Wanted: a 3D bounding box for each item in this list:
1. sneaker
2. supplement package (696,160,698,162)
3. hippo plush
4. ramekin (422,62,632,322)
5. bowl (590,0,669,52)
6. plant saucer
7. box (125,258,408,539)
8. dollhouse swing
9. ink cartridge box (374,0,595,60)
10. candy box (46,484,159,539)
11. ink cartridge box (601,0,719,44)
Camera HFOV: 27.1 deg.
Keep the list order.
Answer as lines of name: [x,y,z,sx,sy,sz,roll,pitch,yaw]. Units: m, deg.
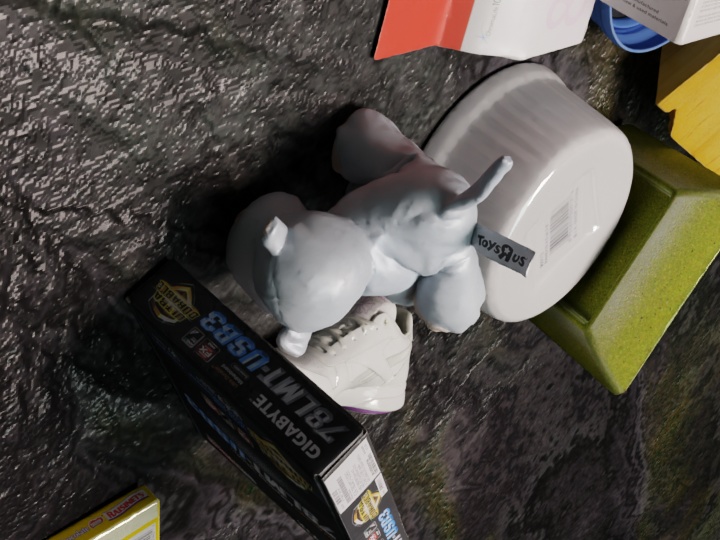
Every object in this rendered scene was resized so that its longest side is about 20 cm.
sneaker: [-0.023,0.061,1.166,0.199,0.074,0.101,4,104,-59]
supplement package: [0.464,-0.138,1.491,0.192,0.199,0.147,-51,150,-1]
hippo plush: [0.000,0.000,1.018,0.160,0.199,0.161,-30,122,-21]
ramekin: [0.132,-0.057,1.214,0.200,0.097,0.202,-35,146,-28]
bowl: [0.252,-0.276,1.212,0.200,0.039,0.202,-35,146,-29]
plant saucer: [0.215,-0.024,1.301,0.048,0.200,0.201,28,99,-32]
box: [-0.058,0.111,1.022,0.050,0.199,0.199,-41,149,-17]
dollhouse swing: [0.368,-0.201,1.362,0.199,0.177,0.181,32,123,-33]
ink cartridge box: [0.109,-0.225,1.058,0.199,0.057,0.164,-26,141,-45]
candy box: [-0.201,0.260,1.150,0.102,0.026,0.202,-26,140,-33]
ink cartridge box: [0.275,-0.285,1.112,0.146,0.083,0.202,-20,136,-45]
